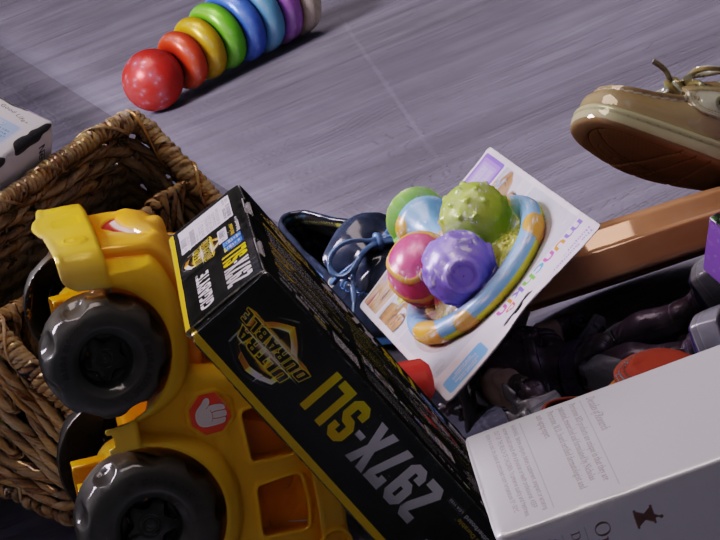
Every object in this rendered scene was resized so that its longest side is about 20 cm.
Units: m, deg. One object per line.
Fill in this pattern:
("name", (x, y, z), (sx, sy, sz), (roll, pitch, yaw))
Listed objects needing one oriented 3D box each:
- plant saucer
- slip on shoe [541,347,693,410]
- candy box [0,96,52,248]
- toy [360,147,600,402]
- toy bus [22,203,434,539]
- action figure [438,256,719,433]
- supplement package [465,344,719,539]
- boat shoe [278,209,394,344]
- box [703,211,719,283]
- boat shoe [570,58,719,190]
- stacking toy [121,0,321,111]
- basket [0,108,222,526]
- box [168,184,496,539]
("plant saucer", (0.134, -0.008, 1.572), (0.199, 0.032, 0.200), (-17, -3, -1))
("slip on shoe", (0.137, 0.062, 1.288), (0.074, 0.061, 0.200), (-5, -13, -28))
("candy box", (-0.257, 0.015, 1.602), (0.071, 0.168, 0.200), (24, 42, 22))
("toy", (0.046, -0.011, 1.509), (0.115, 0.047, 0.200), (-50, 16, 2))
("toy bus", (-0.062, 0.055, 1.435), (0.191, 0.201, 0.136), (-14, 16, -6))
("action figure", (0.124, 0.047, 1.463), (0.199, 0.070, 0.130), (-16, 24, 28))
("supplement package", (0.158, 0.101, 1.154), (0.199, 0.117, 0.117), (-20, 16, 1))
("boat shoe", (0.000, 0.000, 1.745), (0.084, 0.069, 0.200), (-31, 19, -32))
("box", (0.284, -0.015, 1.399), (0.200, 0.039, 0.137), (-27, 51, -24))
("boat shoe", (0.205, -0.077, 1.595), (0.199, 0.063, 0.073), (13, -11, -27))
("stacking toy", (-0.128, -0.201, 2.549), (0.200, 0.086, 0.085), (-39, 24, -30))
("basket", (-0.132, 0.027, 1.604), (0.142, 0.150, 0.200), (22, 36, 25))
("box", (-0.002, 0.064, 1.312), (0.049, 0.200, 0.160), (-41, 16, 3))
